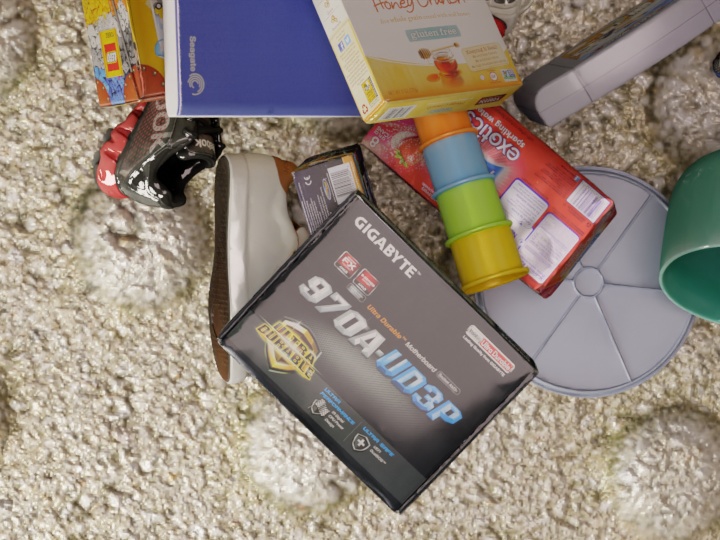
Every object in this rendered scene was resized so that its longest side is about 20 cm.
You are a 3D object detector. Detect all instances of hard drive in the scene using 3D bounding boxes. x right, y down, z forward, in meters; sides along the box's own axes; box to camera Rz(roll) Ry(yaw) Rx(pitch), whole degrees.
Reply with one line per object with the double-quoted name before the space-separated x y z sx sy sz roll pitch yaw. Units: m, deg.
"hard drive" -0.060 -0.187 1.341 0.199 0.025 0.133 -3 93 -33

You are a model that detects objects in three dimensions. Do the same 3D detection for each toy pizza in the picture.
"toy pizza" 0.197 0.010 1.496 0.198 0.032 0.202 0 92 0

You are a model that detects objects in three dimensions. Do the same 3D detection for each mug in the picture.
"mug" 0.325 -0.029 1.432 0.151 0.185 0.115 18 65 -10

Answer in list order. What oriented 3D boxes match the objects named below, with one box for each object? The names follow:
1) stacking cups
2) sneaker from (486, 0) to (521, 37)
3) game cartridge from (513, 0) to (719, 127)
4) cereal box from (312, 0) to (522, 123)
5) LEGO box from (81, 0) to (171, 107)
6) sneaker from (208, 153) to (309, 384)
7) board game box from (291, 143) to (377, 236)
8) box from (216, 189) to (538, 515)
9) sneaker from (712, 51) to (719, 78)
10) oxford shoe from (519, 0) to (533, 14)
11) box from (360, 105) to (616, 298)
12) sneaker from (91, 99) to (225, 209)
"stacking cups" 0.081 -0.085 1.364 0.060 0.061 0.202 -15 81 0
"sneaker" 0.040 -0.247 1.450 0.199 0.085 0.077 29 52 11
"game cartridge" 0.224 -0.189 1.429 0.199 0.133 0.042 -33 95 1
"cereal box" 0.029 -0.217 1.338 0.143 0.040 0.201 -12 73 -36
"LEGO box" -0.117 -0.220 1.366 0.199 0.077 0.150 -13 98 -32
"sneaker" -0.083 0.001 1.468 0.084 0.073 0.202 -1 106 -23
"board game box" 0.000 0.000 1.422 0.056 0.165 0.202 -17 95 2
"box" 0.013 0.063 1.323 0.200 0.046 0.159 44 96 -4
"sneaker" 0.369 -0.121 1.478 0.078 0.075 0.201 -27 88 10
"oxford shoe" 0.104 -0.314 1.452 0.075 0.058 0.202 -15 98 -4
"box" 0.109 -0.077 1.434 0.200 0.095 0.100 40 93 10
"sneaker" -0.146 -0.140 1.439 0.098 0.071 0.202 30 96 30
